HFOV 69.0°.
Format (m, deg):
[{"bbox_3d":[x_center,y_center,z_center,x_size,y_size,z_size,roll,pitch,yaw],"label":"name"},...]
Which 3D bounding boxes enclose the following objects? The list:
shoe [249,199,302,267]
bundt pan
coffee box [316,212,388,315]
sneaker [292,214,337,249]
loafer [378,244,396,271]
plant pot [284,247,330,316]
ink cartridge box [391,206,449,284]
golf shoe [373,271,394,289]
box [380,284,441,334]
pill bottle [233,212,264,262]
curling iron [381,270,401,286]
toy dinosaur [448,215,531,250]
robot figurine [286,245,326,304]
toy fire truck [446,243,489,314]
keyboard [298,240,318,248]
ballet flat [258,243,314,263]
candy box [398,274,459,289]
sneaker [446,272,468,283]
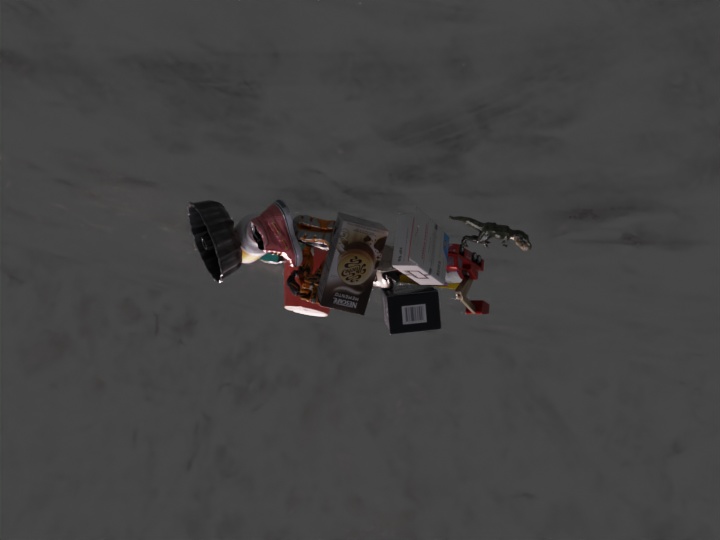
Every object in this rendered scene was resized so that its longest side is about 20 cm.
[{"bbox_3d":[-0.197,-0.065,1.218,0.071,0.090,0.203,39,154,32],"label":"shoe"},{"bbox_3d":[-0.347,-0.078,1.274,0.074,0.207,0.201,-22,-177,-26],"label":"bundt pan"},{"bbox_3d":[-0.021,-0.014,1.195,0.110,0.205,0.080,12,-165,-16],"label":"coffee box"},{"bbox_3d":[-0.072,-0.083,1.271,0.195,0.080,0.077,19,170,4],"label":"sneaker"},{"bbox_3d":[0.101,-0.031,1.378,0.196,0.074,0.062,-3,169,35],"label":"loafer"},{"bbox_3d":[-0.153,0.038,1.620,0.194,0.183,0.201,9,169,2],"label":"plant pot"},{"bbox_3d":[0.127,-0.050,1.147,0.066,0.119,0.199,1,164,30],"label":"ink cartridge box"},{"bbox_3d":[0.050,0.022,1.537,0.085,0.080,0.200,-8,176,-5],"label":"golf shoe"},{"bbox_3d":[0.140,0.105,1.504,0.144,0.110,0.200,-6,-176,-2],"label":"box"},{"bbox_3d":[-0.274,-0.084,1.335,0.102,0.107,0.199,14,167,-22],"label":"pill bottle"},{"bbox_3d":[0.112,0.007,1.455,0.049,0.026,0.199,38,-157,14],"label":"curling iron"},{"bbox_3d":[0.259,-0.076,1.101,0.195,0.049,0.088,13,153,-13],"label":"toy dinosaur"},{"bbox_3d":[-0.113,0.014,1.323,0.141,0.059,0.202,17,-152,-12],"label":"robot figurine"},{"bbox_3d":[0.265,0.026,1.318,0.048,0.145,0.198,-1,164,40],"label":"toy fire truck"},{"bbox_3d":[-0.102,-0.081,1.421,0.195,0.041,0.104,14,-169,-24],"label":"keyboard"},{"bbox_3d":[-0.223,-0.055,1.530,0.194,0.074,0.072,7,168,16],"label":"ballet flat"},{"bbox_3d":[0.191,0.022,1.527,0.194,0.027,0.102,7,-169,-3],"label":"candy box"},{"bbox_3d":[0.244,-0.008,1.386,0.069,0.075,0.199,-5,173,20],"label":"sneaker"}]
